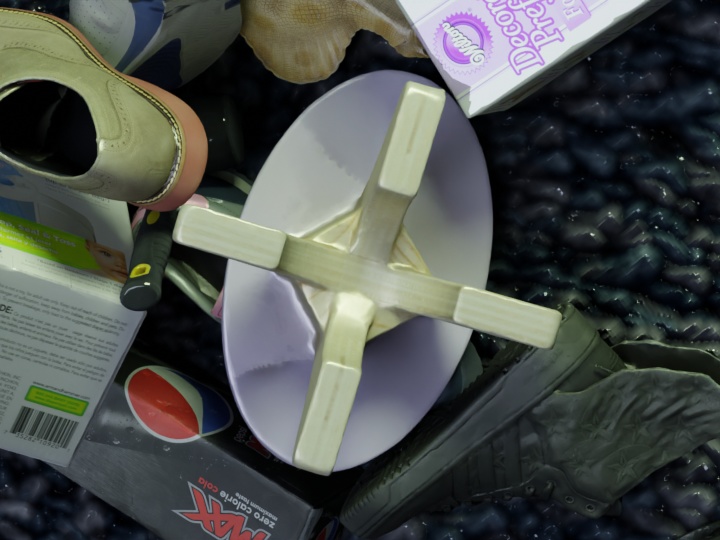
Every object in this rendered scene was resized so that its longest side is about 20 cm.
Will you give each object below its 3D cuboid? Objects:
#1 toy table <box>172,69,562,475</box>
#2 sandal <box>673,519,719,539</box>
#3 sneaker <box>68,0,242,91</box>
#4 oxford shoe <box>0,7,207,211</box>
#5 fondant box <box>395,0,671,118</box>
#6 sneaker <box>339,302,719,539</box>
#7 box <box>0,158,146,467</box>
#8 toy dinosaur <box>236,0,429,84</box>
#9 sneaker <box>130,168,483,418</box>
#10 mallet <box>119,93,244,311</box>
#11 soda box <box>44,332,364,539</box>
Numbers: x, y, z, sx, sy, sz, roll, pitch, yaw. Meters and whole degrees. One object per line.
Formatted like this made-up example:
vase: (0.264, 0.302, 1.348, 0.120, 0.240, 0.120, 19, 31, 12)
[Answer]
toy table: (0.000, 0.000, 1.431, 0.183, 0.117, 0.201, 5, 89, -4)
sandal: (0.186, 0.153, 1.453, 0.200, 0.048, 0.075, -40, 83, 29)
sneaker: (-0.111, -0.168, 1.463, 0.115, 0.080, 0.200, 57, 150, 17)
oxford shoe: (-0.163, -0.087, 1.431, 0.200, 0.075, 0.071, 22, 100, 38)
fondant box: (0.099, -0.184, 1.389, 0.200, 0.058, 0.144, -33, 86, 22)
sneaker: (0.090, 0.093, 1.469, 0.104, 0.060, 0.200, 43, 112, -10)
box: (-0.186, -0.010, 1.510, 0.112, 0.200, 0.102, 18, 117, -20)
toy dinosaur: (-0.043, -0.144, 1.493, 0.200, 0.058, 0.101, 5, 107, 27)
sneaker: (-0.033, 0.022, 1.517, 0.200, 0.082, 0.070, 32, 116, 17)
mallet: (-0.087, -0.034, 1.453, 0.066, 0.200, 0.041, -14, 115, 2)
soda box: (-0.101, 0.092, 1.583, 0.200, 0.063, 0.071, 30, 115, 18)
